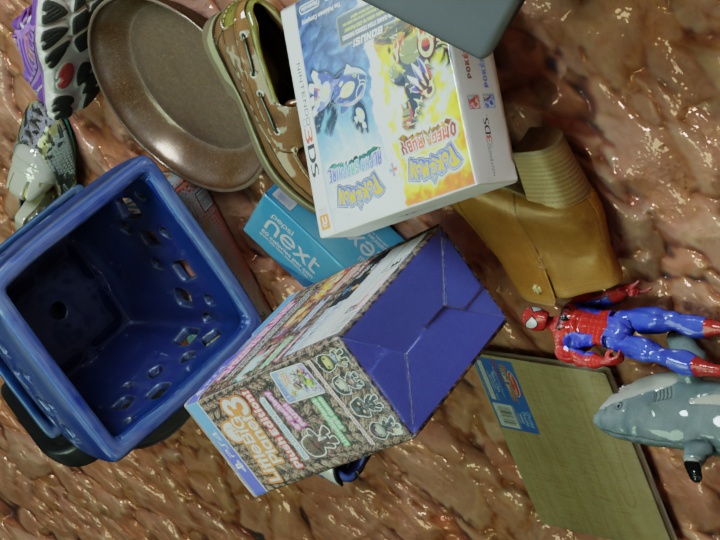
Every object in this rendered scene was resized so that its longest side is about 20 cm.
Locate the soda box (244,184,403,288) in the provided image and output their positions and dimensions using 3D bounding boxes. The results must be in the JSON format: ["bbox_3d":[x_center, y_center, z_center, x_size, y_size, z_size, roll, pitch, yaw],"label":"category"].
[{"bbox_3d":[0.000,0.000,1.559,0.200,0.064,0.068,43,147,3],"label":"soda box"}]

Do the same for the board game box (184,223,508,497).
[{"bbox_3d":[-0.012,0.072,1.441,0.199,0.160,0.097,-25,106,46],"label":"board game box"}]

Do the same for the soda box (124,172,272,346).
[{"bbox_3d":[-0.150,0.005,1.742,0.068,0.064,0.201,3,128,45],"label":"soda box"}]

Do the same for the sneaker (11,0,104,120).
[{"bbox_3d":[-0.280,-0.214,1.634,0.083,0.081,0.201,41,148,15],"label":"sneaker"}]

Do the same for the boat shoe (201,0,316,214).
[{"bbox_3d":[-0.053,-0.128,1.482,0.201,0.072,0.068,53,146,-14],"label":"boat shoe"}]

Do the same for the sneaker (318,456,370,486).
[{"bbox_3d":[-0.052,0.171,1.799,0.115,0.081,0.200,44,145,4],"label":"sneaker"}]

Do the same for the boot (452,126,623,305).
[{"bbox_3d":[0.099,-0.040,1.415,0.200,0.071,0.145,4,129,39],"label":"boot"}]

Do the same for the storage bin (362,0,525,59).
[{"bbox_3d":[0.068,-0.239,1.136,0.134,0.201,0.146,30,146,1],"label":"storage bin"}]

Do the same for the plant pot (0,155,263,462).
[{"bbox_3d":[-0.241,0.034,1.644,0.179,0.200,0.201,-4,124,57],"label":"plant pot"}]

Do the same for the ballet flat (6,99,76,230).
[{"bbox_3d":[-0.318,-0.080,1.828,0.072,0.072,0.201,30,144,21],"label":"ballet flat"}]

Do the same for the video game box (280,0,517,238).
[{"bbox_3d":[0.023,-0.131,1.346,0.199,0.047,0.184,-18,83,54],"label":"video game box"}]

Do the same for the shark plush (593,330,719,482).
[{"bbox_3d":[0.268,0.134,1.376,0.200,0.083,0.091,39,153,38],"label":"shark plush"}]

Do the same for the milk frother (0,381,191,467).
[{"bbox_3d":[-0.243,0.111,1.879,0.199,0.181,0.188,17,-161,-51],"label":"milk frother"}]

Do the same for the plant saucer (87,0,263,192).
[{"bbox_3d":[-0.150,-0.159,1.587,0.199,0.037,0.201,28,143,24],"label":"plant saucer"}]

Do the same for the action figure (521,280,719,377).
[{"bbox_3d":[0.205,0.046,1.401,0.199,0.066,0.052,5,163,44],"label":"action figure"}]

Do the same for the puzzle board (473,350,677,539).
[{"bbox_3d":[0.185,0.152,1.581,0.150,0.017,0.201,7,131,45],"label":"puzzle board"}]
